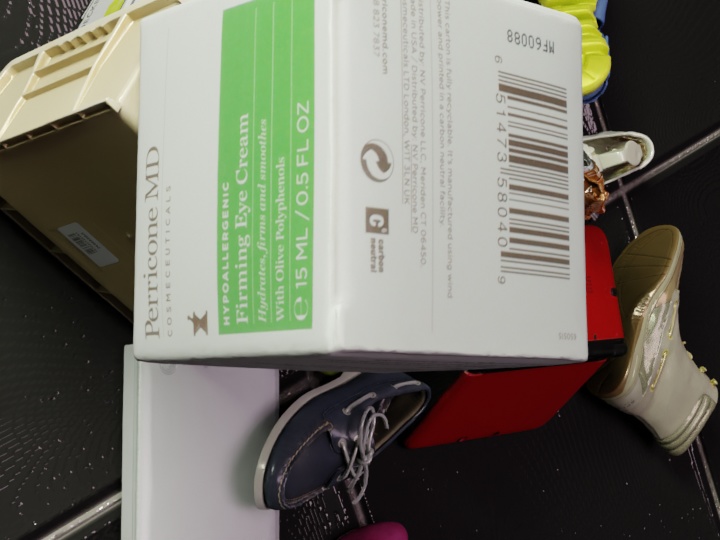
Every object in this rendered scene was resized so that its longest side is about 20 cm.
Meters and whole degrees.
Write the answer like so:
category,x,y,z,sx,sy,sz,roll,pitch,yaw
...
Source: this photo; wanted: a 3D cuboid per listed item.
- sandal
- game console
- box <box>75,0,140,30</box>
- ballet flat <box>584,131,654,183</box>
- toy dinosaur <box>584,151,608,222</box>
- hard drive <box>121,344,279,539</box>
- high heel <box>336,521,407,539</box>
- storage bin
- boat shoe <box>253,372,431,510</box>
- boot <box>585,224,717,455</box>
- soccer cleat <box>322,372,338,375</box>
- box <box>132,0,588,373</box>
category,x,y,z,sx,sy,sz,roll,pitch,yaw
sandal,0.213,-0.247,1.367,0.087,0.079,0.201,60,33,-64
game console,0.127,0.054,1.195,0.199,0.118,0.174,-2,80,-46
box,-0.120,-0.121,1.006,0.200,0.060,0.117,43,55,-32
ballet flat,0.222,-0.105,1.347,0.199,0.069,0.070,-20,97,-45
toy dinosaur,0.169,-0.089,1.184,0.136,0.200,0.102,43,70,-17
hard drive,-0.113,0.158,0.991,0.131,0.026,0.202,8,78,-44
high heel,-0.003,0.255,1.036,0.200,0.096,0.068,-31,105,-43
storage bin,-0.130,-0.055,0.887,0.200,0.198,0.094,45,53,-31
boat shoe,-0.011,0.128,1.047,0.200,0.061,0.075,-30,133,-57
boot,0.312,0.071,1.405,0.154,0.072,0.201,38,63,-34
soccer cleat,-0.011,-0.018,1.096,0.065,0.083,0.202,0,107,-69
box,0.001,-0.046,0.758,0.199,0.171,0.201,5,82,-42
